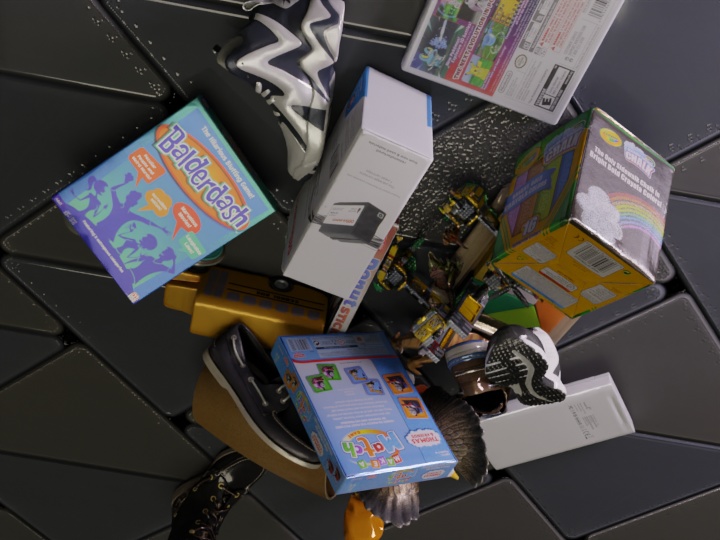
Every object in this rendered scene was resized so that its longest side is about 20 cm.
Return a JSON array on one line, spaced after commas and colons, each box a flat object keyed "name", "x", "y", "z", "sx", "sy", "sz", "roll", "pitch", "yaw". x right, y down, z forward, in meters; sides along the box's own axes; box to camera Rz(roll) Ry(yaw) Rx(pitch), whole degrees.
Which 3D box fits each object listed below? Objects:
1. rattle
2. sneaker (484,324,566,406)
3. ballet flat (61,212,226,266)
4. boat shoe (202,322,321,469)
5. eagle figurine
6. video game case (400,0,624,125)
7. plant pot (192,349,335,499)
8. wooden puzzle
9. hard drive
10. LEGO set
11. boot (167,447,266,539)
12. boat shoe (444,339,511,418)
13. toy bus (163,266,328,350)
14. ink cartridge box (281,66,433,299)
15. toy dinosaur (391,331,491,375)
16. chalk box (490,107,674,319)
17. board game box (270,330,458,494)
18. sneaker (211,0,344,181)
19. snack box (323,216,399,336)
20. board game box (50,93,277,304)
[{"name": "rattle", "x": 0.028, "y": 0.262, "z": 1.292, "sx": 0.130, "sy": 0.143, "sz": 0.200, "roll": 38, "pitch": 128, "yaw": 0}, {"name": "sneaker", "x": 0.191, "y": 0.098, "z": 1.124, "sx": 0.074, "sy": 0.080, "sz": 0.200, "roll": -11, "pitch": 154, "yaw": 18}, {"name": "ballet flat", "x": -0.259, "y": -0.049, "z": 1.138, "sx": 0.200, "sy": 0.067, "sz": 0.064, "roll": 20, "pitch": 153, "yaw": -9}, {"name": "boat shoe", "x": -0.104, "y": 0.143, "z": 1.106, "sx": 0.200, "sy": 0.073, "sz": 0.063, "roll": 45, "pitch": 104, "yaw": 21}, {"name": "eagle figurine", "x": 0.071, "y": 0.214, "z": 1.176, "sx": 0.151, "sy": 0.200, "sz": 0.152, "roll": 13, "pitch": 95, "yaw": 0}, {"name": "video game case", "x": 0.161, "y": -0.263, "z": 0.966, "sx": 0.182, "sy": 0.023, "sz": 0.200, "roll": 18, "pitch": 126, "yaw": -9}, {"name": "plant pot", "x": -0.107, "y": 0.178, "z": 1.226, "sx": 0.200, "sy": 0.186, "sz": 0.187, "roll": 12, "pitch": 127, "yaw": 12}, {"name": "wooden puzzle", "x": 0.203, "y": 0.009, "z": 1.151, "sx": 0.185, "sy": 0.037, "sz": 0.200, "roll": 24, "pitch": 124, "yaw": -12}, {"name": "hard drive", "x": 0.255, "y": 0.206, "z": 1.282, "sx": 0.200, "sy": 0.026, "sz": 0.132, "roll": -19, "pitch": 136, "yaw": 17}, {"name": "LEGO set", "x": 0.100, "y": 0.008, "z": 1.081, "sx": 0.200, "sy": 0.116, "sz": 0.154, "roll": -35, "pitch": 98, "yaw": 34}, {"name": "boot", "x": -0.210, "y": 0.347, "z": 1.357, "sx": 0.200, "sy": 0.151, "sz": 0.073, "roll": -34, "pitch": 117, "yaw": 25}, {"name": "boat shoe", "x": 0.150, "y": 0.147, "z": 1.186, "sx": 0.072, "sy": 0.073, "sz": 0.200, "roll": -17, "pitch": 157, "yaw": 17}, {"name": "toy bus", "x": -0.144, "y": 0.047, "z": 1.179, "sx": 0.200, "sy": 0.078, "sz": 0.065, "roll": 13, "pitch": 126, "yaw": -5}, {"name": "ink cartridge box", "x": -0.004, "y": -0.093, "z": 1.025, "sx": 0.084, "sy": 0.145, "sz": 0.200, "roll": 22, "pitch": 125, "yaw": -14}, {"name": "toy dinosaur", "x": 0.081, "y": 0.088, "z": 1.184, "sx": 0.200, "sy": 0.061, "sz": 0.106, "roll": 0, "pitch": 158, "yaw": -42}, {"name": "chalk box", "x": 0.237, "y": -0.075, "z": 1.002, "sx": 0.124, "sy": 0.200, "sz": 0.124, "roll": 33, "pitch": 145, "yaw": -18}, {"name": "board game box", "x": 0.002, "y": 0.155, "z": 1.087, "sx": 0.151, "sy": 0.200, "sz": 0.037, "roll": 0, "pitch": 133, "yaw": -34}, {"name": "sneaker", "x": -0.093, "y": -0.194, "z": 0.999, "sx": 0.129, "sy": 0.080, "sz": 0.199, "roll": 10, "pitch": 126, "yaw": -1}, {"name": "snack box", "x": 0.000, "y": 0.000, "z": 1.138, "sx": 0.024, "sy": 0.072, "sz": 0.200, "roll": 20, "pitch": 125, "yaw": -9}, {"name": "board game box", "x": -0.217, "y": -0.078, "z": 1.066, "sx": 0.200, "sy": 0.045, "sz": 0.152, "roll": -33, "pitch": 105, "yaw": 7}]
